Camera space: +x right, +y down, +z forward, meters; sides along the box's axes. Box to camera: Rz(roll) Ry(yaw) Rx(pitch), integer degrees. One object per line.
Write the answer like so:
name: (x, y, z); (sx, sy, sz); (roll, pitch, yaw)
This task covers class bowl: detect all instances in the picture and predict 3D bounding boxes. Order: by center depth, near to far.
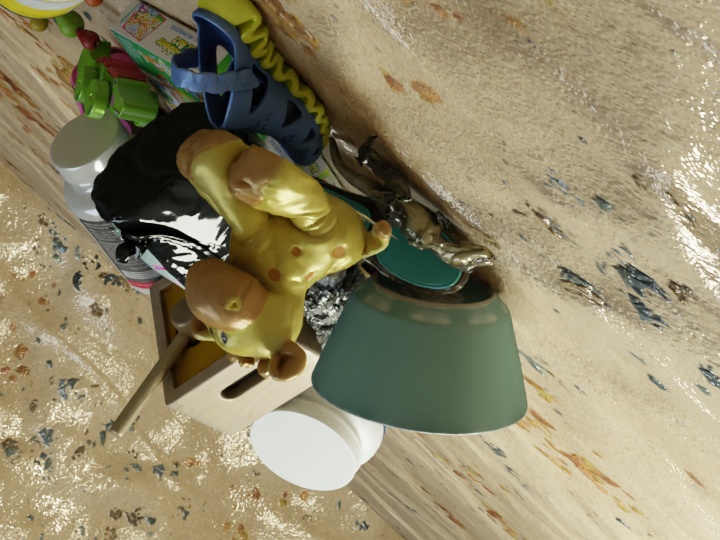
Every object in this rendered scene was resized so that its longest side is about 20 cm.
bowl: (0.060, 0.062, 1.450); (0.200, 0.106, 0.201); (7, -165, -2)

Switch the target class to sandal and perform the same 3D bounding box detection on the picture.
sandal: (-0.097, -0.150, 1.349); (0.079, 0.087, 0.200); (27, 163, 44)

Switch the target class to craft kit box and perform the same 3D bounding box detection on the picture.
craft kit box: (-0.126, -0.153, 1.542); (0.197, 0.049, 0.200); (29, 163, 39)

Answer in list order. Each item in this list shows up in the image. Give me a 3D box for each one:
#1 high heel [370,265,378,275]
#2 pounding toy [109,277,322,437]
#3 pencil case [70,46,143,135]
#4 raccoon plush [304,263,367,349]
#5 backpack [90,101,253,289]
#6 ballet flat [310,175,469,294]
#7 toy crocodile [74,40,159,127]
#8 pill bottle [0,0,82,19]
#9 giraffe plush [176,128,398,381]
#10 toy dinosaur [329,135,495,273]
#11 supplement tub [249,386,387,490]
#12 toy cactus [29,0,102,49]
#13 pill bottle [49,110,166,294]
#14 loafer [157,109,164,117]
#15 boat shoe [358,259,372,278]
high heel: (0.082, 0.060, 1.588); (0.200, 0.067, 0.096); (56, 176, -8)
pounding toy: (-0.150, 0.072, 1.659); (0.142, 0.200, 0.185); (32, -146, -44)
pencil case: (-0.252, -0.147, 1.776); (0.094, 0.091, 0.201); (34, 152, 40)
raccoon plush: (-0.020, 0.043, 1.551); (0.134, 0.097, 0.200); (54, -174, -9)
backpack: (-0.150, -0.060, 1.527); (0.127, 0.167, 0.200); (57, -177, 36)
ballet flat: (0.021, -0.032, 1.443); (0.199, 0.068, 0.075); (24, -178, 23)
toy crocodile: (-0.244, -0.186, 1.609); (0.067, 0.062, 0.200); (10, -167, -22)
pill bottle: (-0.259, -0.276, 1.339); (0.112, 0.112, 0.200); (44, 168, -14)
giraffe plush: (-0.084, -0.004, 1.331); (0.200, 0.163, 0.172); (30, 177, -20)
toy dinosaur: (0.026, -0.064, 1.360); (0.200, 0.047, 0.088); (42, 175, 23)
supplement tub: (-0.028, 0.127, 1.765); (0.144, 0.200, 0.145); (14, 136, 14)
toy cactus: (-0.347, -0.308, 1.602); (0.165, 0.102, 0.200); (45, -177, 40)
pill bottle: (-0.245, -0.074, 1.703); (0.111, 0.111, 0.200); (31, 161, 42)
loafer: (-0.237, -0.134, 1.895); (0.201, 0.070, 0.068); (49, 169, -32)
boat shoe: (0.000, 0.000, 1.677); (0.200, 0.063, 0.073); (51, -169, -29)
